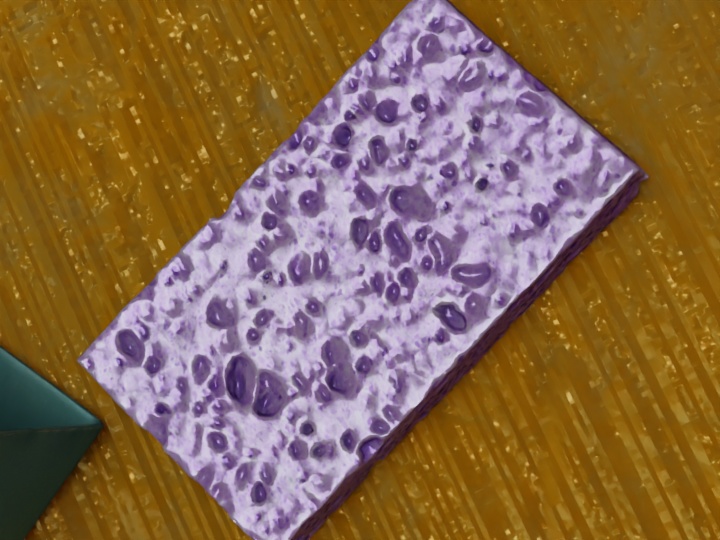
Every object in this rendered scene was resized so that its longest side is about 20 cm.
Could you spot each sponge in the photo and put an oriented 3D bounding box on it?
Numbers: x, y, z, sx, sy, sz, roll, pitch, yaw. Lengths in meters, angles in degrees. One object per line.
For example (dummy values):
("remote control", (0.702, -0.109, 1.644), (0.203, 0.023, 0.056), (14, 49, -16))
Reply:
("sponge", (0.000, 0.000, 0.896), (0.112, 0.030, 0.200), (44, 95, 16))

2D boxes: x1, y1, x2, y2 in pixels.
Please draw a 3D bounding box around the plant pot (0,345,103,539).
("plant pot", (-0.228, 0.103, 0.889), (0.141, 0.141, 0.200), (35, 100, 17))
